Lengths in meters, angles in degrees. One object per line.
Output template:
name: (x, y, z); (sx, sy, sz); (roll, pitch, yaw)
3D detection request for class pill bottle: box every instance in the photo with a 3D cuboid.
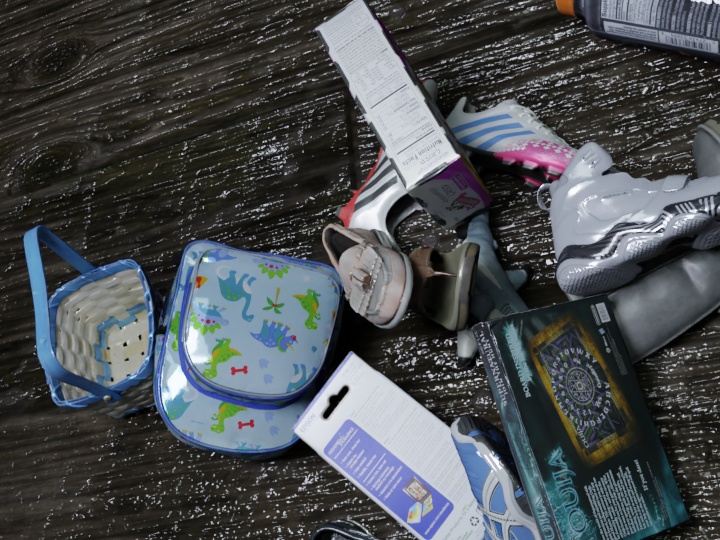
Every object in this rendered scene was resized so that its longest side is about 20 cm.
pill bottle: (0.299, -0.278, 0.902); (0.199, 0.106, 0.107); (22, 78, 32)

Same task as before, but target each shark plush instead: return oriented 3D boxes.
shark plush: (0.132, 0.014, 0.892); (0.083, 0.091, 0.201); (-3, 47, -2)

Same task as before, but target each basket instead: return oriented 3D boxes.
basket: (-0.286, 0.061, 0.968); (0.139, 0.200, 0.177); (-26, 59, 13)

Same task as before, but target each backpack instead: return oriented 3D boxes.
backpack: (-0.113, 0.080, 0.884); (0.182, 0.147, 0.201); (12, 75, -9)

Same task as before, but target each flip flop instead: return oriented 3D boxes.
flip flop: (0.064, 0.008, 0.842); (0.057, 0.200, 0.082); (9, 93, -13)

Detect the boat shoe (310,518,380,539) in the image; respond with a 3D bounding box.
boat shoe: (0.028, 0.289, 0.790); (0.075, 0.066, 0.199); (-48, 56, -2)

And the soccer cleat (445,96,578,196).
soccer cleat: (0.169, -0.134, 0.918); (0.199, 0.070, 0.087); (19, 76, 32)

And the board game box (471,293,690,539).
board game box: (0.180, 0.126, 0.733); (0.028, 0.135, 0.201); (-39, 64, 58)

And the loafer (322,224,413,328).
loafer: (0.000, 0.000, 0.848); (0.200, 0.063, 0.072); (-116, 46, -72)

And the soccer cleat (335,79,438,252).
soccer cleat: (0.049, -0.112, 0.974); (0.085, 0.069, 0.201); (25, 82, 24)

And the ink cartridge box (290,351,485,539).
ink cartridge box: (0.041, 0.172, 0.823); (0.200, 0.037, 0.095); (37, 86, 13)

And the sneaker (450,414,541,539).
sneaker: (0.127, 0.215, 0.747); (0.077, 0.076, 0.201); (-35, 78, 18)

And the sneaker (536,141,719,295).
sneaker: (0.248, -0.066, 0.770); (0.199, 0.075, 0.115); (-27, 61, 21)

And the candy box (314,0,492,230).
candy box: (0.044, -0.151, 0.877); (0.061, 0.136, 0.201); (-32, 69, 11)

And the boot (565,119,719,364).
boot: (0.278, -0.024, 0.823); (0.199, 0.073, 0.182); (-30, 55, 19)
